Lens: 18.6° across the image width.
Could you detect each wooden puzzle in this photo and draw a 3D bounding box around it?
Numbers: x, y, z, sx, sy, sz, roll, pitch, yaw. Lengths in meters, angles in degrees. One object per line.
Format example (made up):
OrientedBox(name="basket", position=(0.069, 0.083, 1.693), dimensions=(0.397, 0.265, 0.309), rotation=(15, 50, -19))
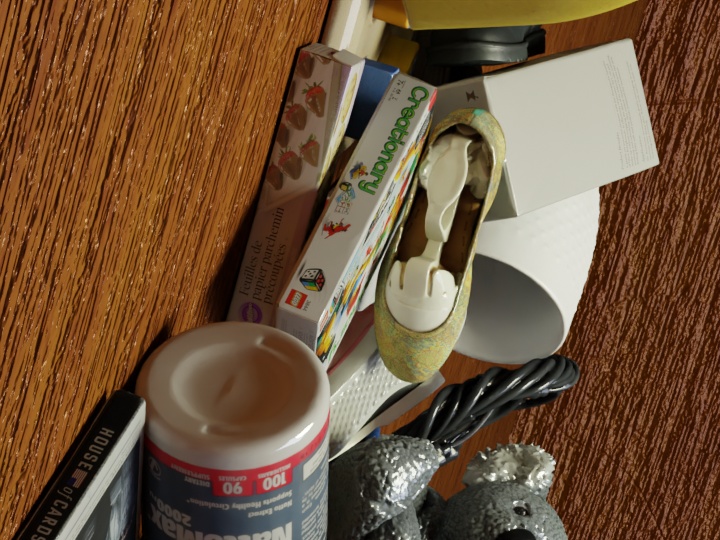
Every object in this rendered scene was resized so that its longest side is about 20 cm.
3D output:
OrientedBox(name="wooden puzzle", position=(0.018, -0.168, 1.579), dimensions=(0.200, 0.046, 0.186), rotation=(-39, 147, -71))

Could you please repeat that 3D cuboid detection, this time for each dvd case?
OrientedBox(name="dvd case", position=(-0.171, 0.188, 1.297), dimensions=(0.201, 0.025, 0.151), rotation=(97, 16, -46))

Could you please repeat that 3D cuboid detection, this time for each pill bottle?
OrientedBox(name="pill bottle", position=(-0.079, 0.143, 1.376), dimensions=(0.120, 0.119, 0.201), rotation=(-60, 158, -46))

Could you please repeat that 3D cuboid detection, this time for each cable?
OrientedBox(name="cable", position=(0.086, 0.107, 1.730), dimensions=(0.199, 0.051, 0.163), rotation=(-25, 167, -16))

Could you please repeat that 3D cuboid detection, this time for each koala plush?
OrientedBox(name="koala plush", position=(0.065, 0.206, 1.623), dimensions=(0.184, 0.199, 0.178), rotation=(-25, -105, 63))

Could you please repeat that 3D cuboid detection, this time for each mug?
OrientedBox(name="mug", position=(0.119, -0.053, 1.794), dimensions=(0.200, 0.147, 0.176), rotation=(71, 34, -47))

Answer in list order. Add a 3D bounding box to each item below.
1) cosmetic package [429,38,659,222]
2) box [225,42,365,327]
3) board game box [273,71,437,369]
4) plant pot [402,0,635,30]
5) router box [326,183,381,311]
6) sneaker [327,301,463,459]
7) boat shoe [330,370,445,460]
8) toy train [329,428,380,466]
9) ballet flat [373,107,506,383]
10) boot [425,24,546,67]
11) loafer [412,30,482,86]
OrientedBox(name="cosmetic package", position=(0.134, -0.106, 1.670), dimensions=(0.199, 0.085, 0.108), rotation=(-18, 97, -47))
OrientedBox(name="box", position=(-0.044, -0.053, 1.480), dimensions=(0.041, 0.039, 0.201), rotation=(-36, 144, -71))
OrientedBox(name="board game box", position=(-0.005, -0.022, 1.506), dimensions=(0.126, 0.034, 0.201), rotation=(98, 17, -63))
OrientedBox(name="plant pot", position=(0.140, -0.282, 1.458), dimensions=(0.196, 0.199, 0.195), rotation=(77, 30, -43))
OrientedBox(name="router box", position=(0.000, 0.000, 1.777), dimensions=(0.200, 0.049, 0.180), rotation=(-49, 156, -65))
OrientedBox(name="sneaker", position=(-0.013, 0.056, 1.627), dimensions=(0.200, 0.104, 0.076), rotation=(-41, 136, -34))
OrientedBox(name="boat shoe", position=(-0.031, 0.113, 1.678), dimensions=(0.199, 0.062, 0.073), rotation=(-31, -179, -16))
OrientedBox(name="toy train", position=(-0.046, 0.191, 1.797), dimensions=(0.114, 0.086, 0.201), rotation=(-26, 135, -67))
OrientedBox(name="ballet flat", position=(0.052, -0.019, 1.542), dimensions=(0.071, 0.070, 0.201), rotation=(11, 96, -80))
OrientedBox(name="boot", position=(0.095, -0.242, 1.669), dimensions=(0.200, 0.076, 0.169), rotation=(-29, 116, -69))
OrientedBox(name="loafer", position=(0.069, -0.169, 1.773), dimensions=(0.070, 0.069, 0.201), rotation=(82, 29, -68))
